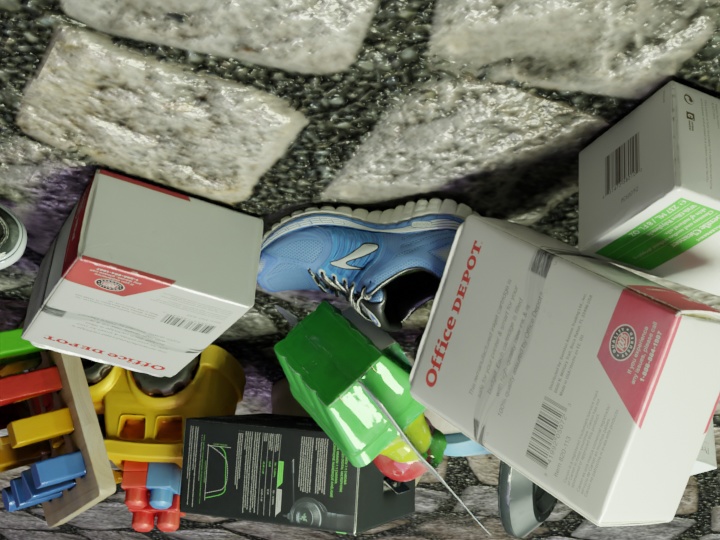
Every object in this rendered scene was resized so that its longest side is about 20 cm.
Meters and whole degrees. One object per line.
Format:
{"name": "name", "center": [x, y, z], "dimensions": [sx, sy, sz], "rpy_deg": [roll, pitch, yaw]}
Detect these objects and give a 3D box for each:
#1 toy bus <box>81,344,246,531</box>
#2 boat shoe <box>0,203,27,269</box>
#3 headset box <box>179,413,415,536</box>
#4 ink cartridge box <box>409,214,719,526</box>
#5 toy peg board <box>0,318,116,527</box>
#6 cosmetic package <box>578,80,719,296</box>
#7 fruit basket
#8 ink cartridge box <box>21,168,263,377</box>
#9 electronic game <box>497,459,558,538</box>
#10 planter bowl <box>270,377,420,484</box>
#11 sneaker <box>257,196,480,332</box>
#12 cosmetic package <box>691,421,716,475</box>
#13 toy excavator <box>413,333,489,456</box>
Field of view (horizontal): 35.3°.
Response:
{"name": "toy bus", "center": [-0.233, 0.171, 1.179], "dimensions": [0.198, 0.194, 0.136], "rpy_deg": [1, 156, 12]}
{"name": "boat shoe", "center": [-0.357, -0.049, 0.872], "dimensions": [0.198, 0.073, 0.071], "rpy_deg": [15, 158, -16]}
{"name": "headset box", "center": [-0.049, 0.196, 1.119], "dimensions": [0.198, 0.094, 0.174], "rpy_deg": [2, 176, 20]}
{"name": "ink cartridge box", "center": [0.140, 0.062, 0.779], "dimensions": [0.082, 0.148, 0.200], "rpy_deg": [9, -166, -40]}
{"name": "toy peg board", "center": [-0.341, 0.153, 1.122], "dimensions": [0.097, 0.201, 0.200], "rpy_deg": [-11, 166, -32]}
{"name": "cosmetic package", "center": [0.257, -0.041, 0.760], "dimensions": [0.198, 0.086, 0.108], "rpy_deg": [16, 152, -19]}
{"name": "fruit basket", "center": [0.023, 0.119, 0.954], "dimensions": [0.200, 0.094, 0.185], "rpy_deg": [44, 177, -37]}
{"name": "ink cartridge box", "center": [-0.187, 0.010, 0.952], "dimensions": [0.146, 0.084, 0.200], "rpy_deg": [17, 152, -23]}
{"name": "electronic game", "center": [0.166, 0.146, 1.041], "dimensions": [0.041, 0.201, 0.200], "rpy_deg": [11, 159, 24]}
{"name": "planter bowl", "center": [-0.011, 0.210, 1.286], "dimensions": [0.198, 0.136, 0.201], "rpy_deg": [5, 155, 2]}
{"name": "sneaker", "center": [0.000, 0.000, 0.889], "dimensions": [0.198, 0.090, 0.079], "rpy_deg": [-6, 152, 27]}
{"name": "cosmetic package", "center": [0.207, 0.076, 0.939], "dimensions": [0.199, 0.152, 0.052], "rpy_deg": [19, 152, -29]}
{"name": "toy excavator", "center": [0.135, 0.136, 1.122], "dimensions": [0.099, 0.195, 0.201], "rpy_deg": [-10, 123, 29]}
